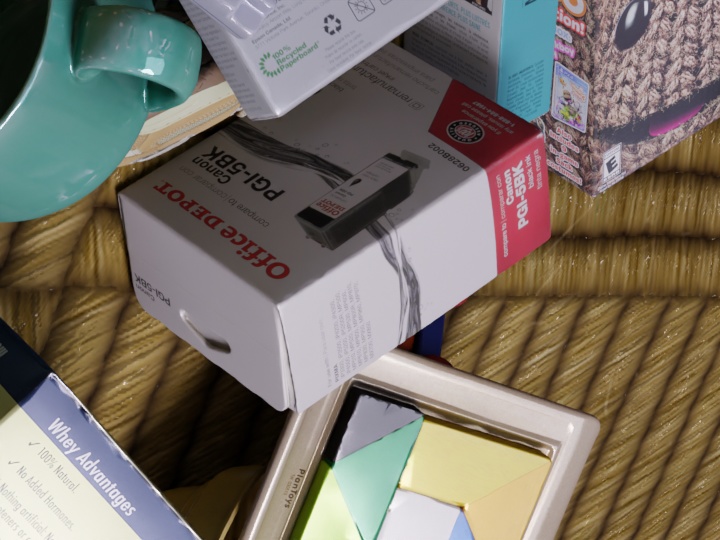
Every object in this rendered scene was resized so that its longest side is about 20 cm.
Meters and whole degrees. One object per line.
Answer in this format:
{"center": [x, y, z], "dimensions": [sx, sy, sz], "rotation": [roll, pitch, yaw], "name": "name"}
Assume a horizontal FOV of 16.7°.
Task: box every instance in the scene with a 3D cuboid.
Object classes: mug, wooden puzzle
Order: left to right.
{"center": [-0.159, -0.090, 1.133], "dimensions": [0.152, 0.185, 0.114], "rotation": [-51, 149, 9], "name": "mug"}
{"center": [0.031, 0.146, 1.420], "dimensions": [0.199, 0.037, 0.186], "rotation": [19, 97, -26], "name": "wooden puzzle"}

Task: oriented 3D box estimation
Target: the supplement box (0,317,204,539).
{"center": [-0.183, 0.162, 1.193], "dimensions": [0.200, 0.134, 0.200], "rotation": [-42, 118, -8], "name": "supplement box"}

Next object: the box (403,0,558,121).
{"center": [0.071, -0.183, 1.409], "dimensions": [0.049, 0.082, 0.201], "rotation": [-28, 136, -34], "name": "box"}

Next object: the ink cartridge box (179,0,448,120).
{"center": [-0.023, -0.208, 1.211], "dimensions": [0.199, 0.041, 0.200], "rotation": [-35, 106, -25], "name": "ink cartridge box"}

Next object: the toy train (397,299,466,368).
{"center": [0.000, 0.000, 1.481], "dimensions": [0.115, 0.085, 0.201], "rotation": [25, 56, -27], "name": "toy train"}

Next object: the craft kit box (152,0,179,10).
{"center": [-0.062, -0.208, 1.273], "dimensions": [0.200, 0.048, 0.198], "rotation": [9, 108, -51], "name": "craft kit box"}

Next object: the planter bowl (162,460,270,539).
{"center": [-0.114, 0.196, 1.466], "dimensions": [0.200, 0.083, 0.201], "rotation": [17, 90, -79], "name": "planter bowl"}

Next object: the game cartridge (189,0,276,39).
{"center": [-0.055, -0.227, 1.151], "dimensions": [0.133, 0.041, 0.200], "rotation": [38, 72, -27], "name": "game cartridge"}

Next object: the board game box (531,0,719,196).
{"center": [0.165, -0.177, 1.507], "dimensions": [0.159, 0.097, 0.200], "rotation": [-32, 138, -28], "name": "board game box"}

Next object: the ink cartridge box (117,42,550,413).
{"center": [-0.014, -0.030, 1.376], "dimensions": [0.200, 0.147, 0.083], "rotation": [-34, 138, -28], "name": "ink cartridge box"}

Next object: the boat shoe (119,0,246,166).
{"center": [-0.062, -0.114, 1.266], "dimensions": [0.200, 0.072, 0.076], "rotation": [-27, 154, -26], "name": "boat shoe"}
